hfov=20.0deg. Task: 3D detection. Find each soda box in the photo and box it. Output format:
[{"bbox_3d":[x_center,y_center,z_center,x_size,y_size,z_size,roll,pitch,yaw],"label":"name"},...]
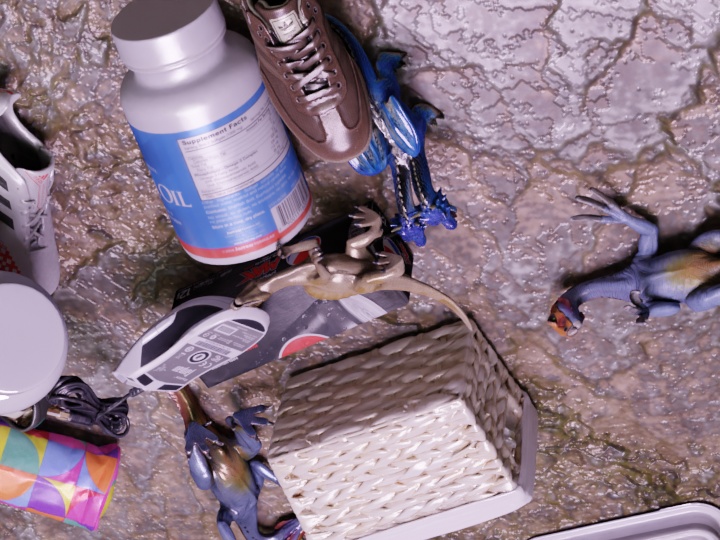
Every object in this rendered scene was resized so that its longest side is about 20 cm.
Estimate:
[{"bbox_3d":[-0.058,0.022,1.677,0.200,0.063,0.071,-24,121,22],"label":"soda box"}]

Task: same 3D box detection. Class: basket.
[{"bbox_3d":[0.035,0.141,1.714,0.200,0.136,0.124,-19,119,19],"label":"basket"}]

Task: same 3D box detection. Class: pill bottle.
[{"bbox_3d":[-0.292,0.059,1.606,0.113,0.113,0.200,29,167,-15],"label":"pill bottle"},{"bbox_3d":[-0.117,-0.113,1.551,0.112,0.112,0.200,-11,124,14],"label":"pill bottle"}]

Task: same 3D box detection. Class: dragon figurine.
[{"bbox_3d":[0.016,-0.111,1.545,0.059,0.100,0.200,-22,122,20],"label":"dragon figurine"}]

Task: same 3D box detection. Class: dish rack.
[{"bbox_3d":[0.255,0.300,1.865,0.200,0.044,0.172,-14,125,17],"label":"dish rack"}]

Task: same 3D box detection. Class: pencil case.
[{"bbox_3d":[-0.313,0.165,1.802,0.200,0.088,0.088,20,126,-8],"label":"pencil case"}]

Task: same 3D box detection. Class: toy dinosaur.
[{"bbox_3d":[-0.103,0.180,1.815,0.105,0.200,0.182,-30,152,-16],"label":"toy dinosaur"},{"bbox_3d":[0.000,0.000,1.588,0.200,0.058,0.101,3,150,-13],"label":"toy dinosaur"},{"bbox_3d":[0.247,0.021,1.624,0.200,0.105,0.181,31,145,-30],"label":"toy dinosaur"}]

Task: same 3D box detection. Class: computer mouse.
[{"bbox_3d":[-0.159,0.068,1.647,0.200,0.044,0.110,-32,150,21],"label":"computer mouse"}]

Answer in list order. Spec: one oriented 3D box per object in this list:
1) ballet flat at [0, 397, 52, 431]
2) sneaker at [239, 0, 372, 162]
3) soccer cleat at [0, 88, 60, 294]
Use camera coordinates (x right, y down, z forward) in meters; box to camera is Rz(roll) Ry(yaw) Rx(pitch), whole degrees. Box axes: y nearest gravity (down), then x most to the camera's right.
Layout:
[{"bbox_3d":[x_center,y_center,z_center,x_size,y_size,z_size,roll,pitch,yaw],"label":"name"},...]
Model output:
[{"bbox_3d":[-0.335,0.065,1.735,0.068,0.068,0.200,-33,117,31],"label":"ballet flat"},{"bbox_3d":[-0.053,-0.168,1.478,0.070,0.076,0.200,-24,94,10],"label":"sneaker"},{"bbox_3d":[-0.274,-0.061,1.633,0.085,0.069,0.200,-2,123,27],"label":"soccer cleat"}]
